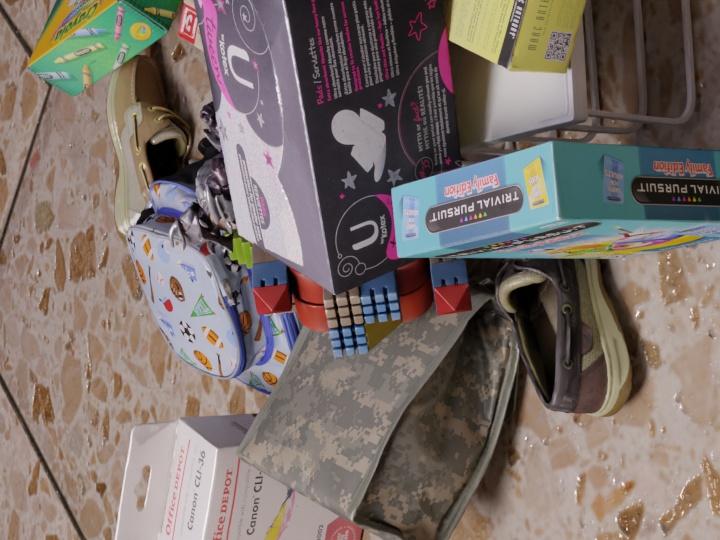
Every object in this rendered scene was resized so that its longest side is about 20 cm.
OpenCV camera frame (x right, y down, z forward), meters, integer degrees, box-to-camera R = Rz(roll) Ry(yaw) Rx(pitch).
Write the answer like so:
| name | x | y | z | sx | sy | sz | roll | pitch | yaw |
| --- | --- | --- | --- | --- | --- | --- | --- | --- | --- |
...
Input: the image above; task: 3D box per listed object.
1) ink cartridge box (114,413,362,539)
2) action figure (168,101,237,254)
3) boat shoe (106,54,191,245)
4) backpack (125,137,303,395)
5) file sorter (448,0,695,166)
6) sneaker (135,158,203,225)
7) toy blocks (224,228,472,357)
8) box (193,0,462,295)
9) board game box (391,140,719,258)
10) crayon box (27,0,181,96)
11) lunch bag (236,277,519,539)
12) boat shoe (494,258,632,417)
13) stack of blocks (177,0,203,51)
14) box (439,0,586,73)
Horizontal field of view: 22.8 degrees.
| name | x | y | z | sx | sy | sz | roll | pitch | yaw |
| --- | --- | --- | --- | --- | --- | --- | --- | --- | --- |
| ink cartridge box | -0.090 | 0.179 | 1.423 | 0.067 | 0.199 | 0.117 | 27 | 112 | 51 |
| action figure | -0.079 | -0.093 | 1.278 | 0.200 | 0.069 | 0.130 | -52 | 32 | 19 |
| boat shoe | -0.191 | -0.116 | 1.681 | 0.066 | 0.074 | 0.202 | -20 | 67 | 31 |
| backpack | -0.085 | 0.008 | 1.444 | 0.200 | 0.154 | 0.191 | 21 | 142 | 57 |
| file sorter | 0.114 | -0.149 | 1.204 | 0.199 | 0.124 | 0.140 | -10 | 81 | 53 |
| sneaker | -0.154 | -0.015 | 1.582 | 0.075 | 0.115 | 0.201 | 40 | 121 | 46 |
| toy blocks | 0.000 | 0.000 | 1.269 | 0.137 | 0.198 | 0.100 | -94 | -5 | -50 |
| box | -0.022 | -0.110 | 1.142 | 0.132 | 0.114 | 0.201 | 29 | 135 | 51 |
| board game box | 0.143 | -0.039 | 1.101 | 0.151 | 0.199 | 0.047 | -13 | 80 | 53 |
| crayon box | -0.232 | -0.255 | 1.699 | 0.199 | 0.058 | 0.120 | -21 | 44 | 52 |
| lunch bag | 0.026 | 0.090 | 1.329 | 0.164 | 0.117 | 0.201 | 18 | 79 | 52 |
| boat shoe | 0.126 | 0.008 | 1.236 | 0.073 | 0.064 | 0.201 | -55 | 46 | 43 |
| stack of blocks | -0.060 | -0.206 | 1.377 | 0.200 | 0.058 | 0.116 | 33 | 116 | 48 |
| box | 0.061 | -0.188 | 1.135 | 0.200 | 0.050 | 0.076 | 33 | 115 | 48 |
